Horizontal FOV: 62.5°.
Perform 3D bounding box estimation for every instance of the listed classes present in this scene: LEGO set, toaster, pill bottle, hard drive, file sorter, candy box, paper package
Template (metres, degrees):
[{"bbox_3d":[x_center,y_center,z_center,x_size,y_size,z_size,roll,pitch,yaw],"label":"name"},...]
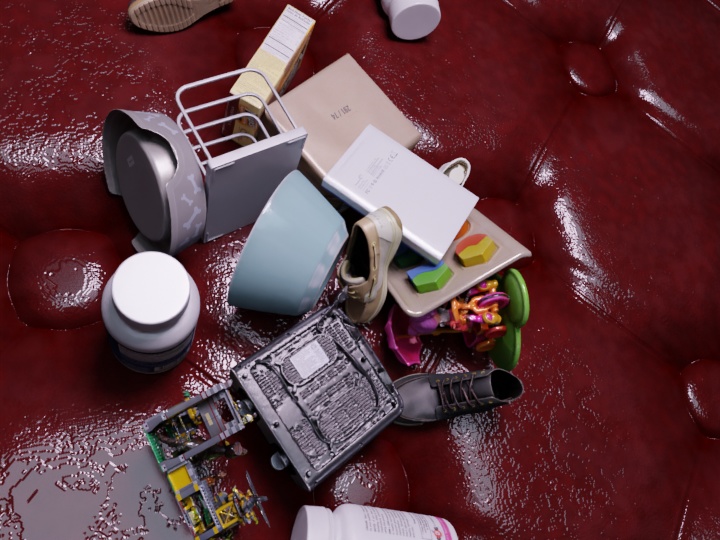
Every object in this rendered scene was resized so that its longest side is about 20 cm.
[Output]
[{"bbox_3d":[-0.164,0.221,0.713,0.115,0.154,0.202,-26,73,-9],"label":"LEGO set"},{"bbox_3d":[-0.057,0.160,0.793,0.199,0.119,0.182,-33,84,-27],"label":"toaster"},{"bbox_3d":[0.015,0.360,0.746,0.197,0.113,0.115,15,66,-14],"label":"pill bottle"},{"bbox_3d":[0.060,-0.114,0.863,0.199,0.025,0.132,35,61,3],"label":"hard drive"},{"bbox_3d":[-0.179,-0.158,0.829,0.138,0.200,0.125,-26,76,-26],"label":"file sorter"},{"bbox_3d":[-0.146,-0.306,0.940,0.055,0.115,0.202,27,64,-8],"label":"candy box"},{"bbox_3d":[-0.253,0.052,0.718,0.109,0.200,0.113,7,67,-17],"label":"pill bottle"},{"bbox_3d":[0.085,-0.549,1.117,0.112,0.113,0.203,-3,72,-20],"label":"pill bottle"},{"bbox_3d":[-0.037,-0.212,0.951,0.191,0.104,0.200,47,62,2],"label":"paper package"}]

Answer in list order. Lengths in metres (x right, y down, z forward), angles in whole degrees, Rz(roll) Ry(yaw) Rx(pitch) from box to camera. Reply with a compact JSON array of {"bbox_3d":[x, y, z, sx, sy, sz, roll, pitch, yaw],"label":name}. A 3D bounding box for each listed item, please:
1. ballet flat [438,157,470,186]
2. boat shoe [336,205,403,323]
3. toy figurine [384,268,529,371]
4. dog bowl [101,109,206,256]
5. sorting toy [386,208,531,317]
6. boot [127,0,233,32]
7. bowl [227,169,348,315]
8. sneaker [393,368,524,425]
[{"bbox_3d":[0.129,-0.118,0.996,0.069,0.069,0.201,35,63,-4],"label":"ballet flat"},{"bbox_3d":[0.000,0.000,0.836,0.066,0.202,0.074,-18,47,-34],"label":"boat shoe"},{"bbox_3d":[0.127,0.078,0.868,0.181,0.201,0.152,-7,64,-9],"label":"toy figurine"},{"bbox_3d":[-0.272,-0.113,0.783,0.058,0.200,0.202,-22,78,-38],"label":"dog bowl"},{"bbox_3d":[0.122,-0.025,0.877,0.198,0.185,0.037,-26,120,-4],"label":"sorting toy"},{"bbox_3d":[-0.320,-0.486,0.987,0.199,0.073,0.167,-29,70,-25],"label":"boot"},{"bbox_3d":[-0.085,-0.021,0.799,0.104,0.201,0.202,26,63,1],"label":"bowl"},{"bbox_3d":[0.131,0.175,0.862,0.197,0.106,0.076,-4,71,-21],"label":"sneaker"}]
